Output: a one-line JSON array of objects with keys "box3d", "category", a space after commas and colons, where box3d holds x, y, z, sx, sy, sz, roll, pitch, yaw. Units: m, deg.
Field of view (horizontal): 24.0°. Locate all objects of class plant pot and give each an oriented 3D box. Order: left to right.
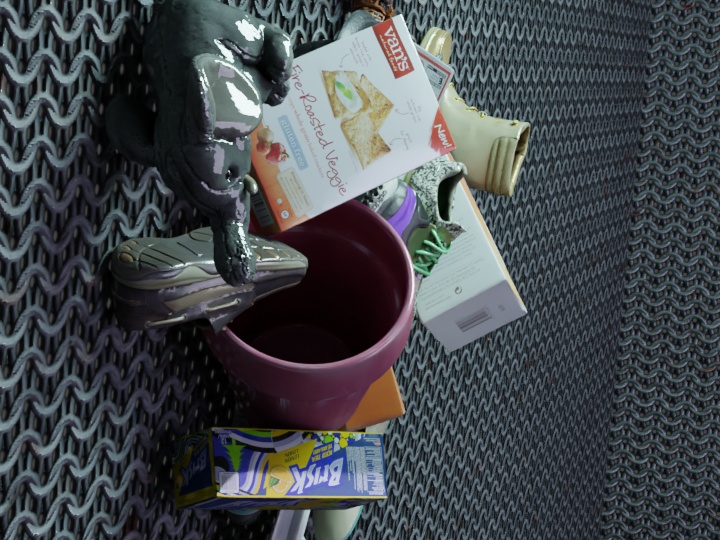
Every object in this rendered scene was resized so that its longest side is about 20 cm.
[{"box3d": [-0.054, 0.057, 1.568, 0.180, 0.198, 0.201, 99, 10, -53], "category": "plant pot"}]

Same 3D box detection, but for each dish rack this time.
[{"box3d": [-0.063, 0.242, 1.718, 0.172, 0.043, 0.202, 104, 1, -66], "category": "dish rack"}]

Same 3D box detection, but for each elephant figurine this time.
[{"box3d": [-0.126, -0.116, 1.334, 0.201, 0.154, 0.142, -76, -176, -46], "category": "elephant figurine"}]

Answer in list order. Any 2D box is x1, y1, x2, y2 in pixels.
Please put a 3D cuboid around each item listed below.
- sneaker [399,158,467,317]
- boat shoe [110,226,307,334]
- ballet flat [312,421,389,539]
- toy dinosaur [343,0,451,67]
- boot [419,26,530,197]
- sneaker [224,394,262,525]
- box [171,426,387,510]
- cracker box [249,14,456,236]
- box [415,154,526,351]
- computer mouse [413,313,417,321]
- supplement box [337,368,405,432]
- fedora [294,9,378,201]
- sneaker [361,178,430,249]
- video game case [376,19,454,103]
[{"box3d": [0.066, -0.033, 1.778, 0.077, 0.088, 0.202, 16, 80, -54], "category": "sneaker"}, {"box3d": [-0.131, 0.011, 1.428, 0.199, 0.074, 0.074, -4, 118, -42], "category": "boat shoe"}, {"box3d": [-0.020, 0.210, 1.903, 0.070, 0.069, 0.201, 76, 26, -47], "category": "ballet flat"}, {"box3d": [0.012, -0.213, 1.829, 0.135, 0.102, 0.202, 10, 105, -56], "category": "toy dinosaur"}, {"box3d": [0.131, -0.190, 2.040, 0.073, 0.154, 0.202, 42, 57, -67], "category": "boot"}, {"box3d": [-0.096, 0.159, 1.661, 0.092, 0.077, 0.201, 98, 13, -58], "category": "sneaker"}, {"box3d": [-0.073, 0.183, 1.550, 0.198, 0.070, 0.065, 8, 70, -39], "category": "box"}, {"box3d": [-0.026, -0.130, 1.522, 0.199, 0.058, 0.135, -27, 96, -26], "category": "cracker box"}, {"box3d": [0.090, -0.033, 1.907, 0.202, 0.106, 0.152, 66, 7, 19], "category": "box"}, {"box3d": [0.000, 0.008, 1.817, 0.139, 0.052, 0.200, 60, 30, 2], "category": "computer mouse"}, {"box3d": [-0.004, 0.132, 1.768, 0.200, 0.066, 0.070, 128, -54, -79], "category": "supplement box"}, {"box3d": [-0.039, -0.156, 1.652, 0.200, 0.091, 0.203, 7, 90, -71], "category": "fedora"}, {"box3d": [0.000, 0.000, 1.716, 0.099, 0.069, 0.201, 40, 86, -25], "category": "sneaker"}, {"box3d": [0.016, -0.145, 1.779, 0.143, 0.017, 0.202, 24, 91, -52], "category": "video game case"}]
